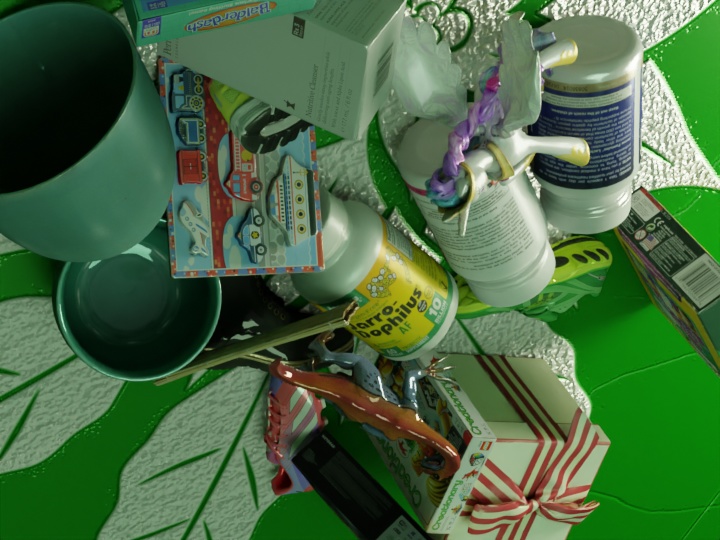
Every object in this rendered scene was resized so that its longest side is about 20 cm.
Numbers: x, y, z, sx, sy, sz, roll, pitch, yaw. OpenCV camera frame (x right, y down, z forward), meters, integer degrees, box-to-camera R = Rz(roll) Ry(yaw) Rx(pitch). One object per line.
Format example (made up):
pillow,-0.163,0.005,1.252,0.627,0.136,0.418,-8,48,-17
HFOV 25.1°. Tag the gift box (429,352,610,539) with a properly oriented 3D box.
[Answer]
gift box,0.152,0.199,1.791,0.184,0.187,0.201,-1,124,-25

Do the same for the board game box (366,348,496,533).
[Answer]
board game box,0.066,0.164,1.716,0.034,0.200,0.127,7,120,-30

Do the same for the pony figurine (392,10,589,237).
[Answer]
pony figurine,0.123,-0.147,1.464,0.200,0.166,0.194,-29,117,-44

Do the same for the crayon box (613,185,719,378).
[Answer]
crayon box,0.362,0.027,1.756,0.058,0.200,0.173,-35,131,2

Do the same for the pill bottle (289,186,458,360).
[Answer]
pill bottle,0.000,0.000,1.625,0.113,0.113,0.200,-44,130,9

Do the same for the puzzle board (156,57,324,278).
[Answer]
puzzle board,-0.108,-0.096,1.492,0.150,0.017,0.201,-3,88,-23

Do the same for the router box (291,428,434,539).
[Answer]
router box,0.027,0.275,1.714,0.052,0.200,0.157,-42,147,-8

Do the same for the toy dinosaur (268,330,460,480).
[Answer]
toy dinosaur,0.013,0.146,1.594,0.200,0.181,0.105,-26,154,-54

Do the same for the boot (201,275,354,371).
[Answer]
boot,-0.092,0.028,1.632,0.199,0.077,0.139,-2,119,-25

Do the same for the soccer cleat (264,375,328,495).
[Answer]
soccer cleat,-0.075,0.167,1.743,0.076,0.067,0.201,-22,133,-11

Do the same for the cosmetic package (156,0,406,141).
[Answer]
cosmetic package,-0.070,-0.207,1.379,0.113,0.199,0.081,98,19,-47

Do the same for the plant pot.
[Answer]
plant pot,-0.251,-0.102,1.389,0.200,0.201,0.161,-32,143,-1

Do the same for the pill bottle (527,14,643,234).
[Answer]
pill bottle,0.225,-0.144,1.625,0.115,0.116,0.201,-17,128,-13

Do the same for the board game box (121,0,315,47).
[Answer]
board game box,-0.135,-0.290,1.304,0.151,0.201,0.045,-14,162,-15

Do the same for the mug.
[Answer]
mug,-0.201,0.014,1.526,0.185,0.114,0.152,-38,100,-11

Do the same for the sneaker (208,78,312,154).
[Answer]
sneaker,-0.054,-0.178,1.476,0.200,0.090,0.078,-24,146,-41

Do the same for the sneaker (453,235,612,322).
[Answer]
sneaker,0.184,0.025,1.755,0.199,0.074,0.084,-14,124,-16

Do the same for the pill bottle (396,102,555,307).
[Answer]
pill bottle,0.122,-0.062,1.637,0.113,0.113,0.200,-31,130,-1

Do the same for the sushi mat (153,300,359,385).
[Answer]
sushi mat,-0.099,0.069,1.548,0.199,0.096,0.012,-19,96,12
